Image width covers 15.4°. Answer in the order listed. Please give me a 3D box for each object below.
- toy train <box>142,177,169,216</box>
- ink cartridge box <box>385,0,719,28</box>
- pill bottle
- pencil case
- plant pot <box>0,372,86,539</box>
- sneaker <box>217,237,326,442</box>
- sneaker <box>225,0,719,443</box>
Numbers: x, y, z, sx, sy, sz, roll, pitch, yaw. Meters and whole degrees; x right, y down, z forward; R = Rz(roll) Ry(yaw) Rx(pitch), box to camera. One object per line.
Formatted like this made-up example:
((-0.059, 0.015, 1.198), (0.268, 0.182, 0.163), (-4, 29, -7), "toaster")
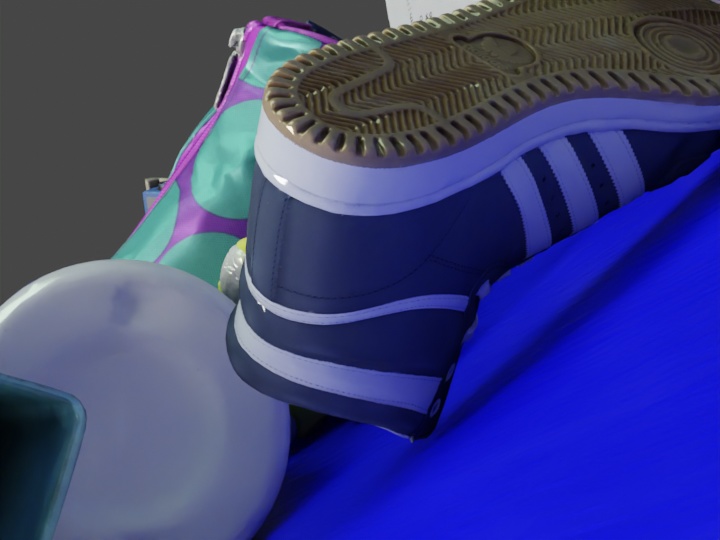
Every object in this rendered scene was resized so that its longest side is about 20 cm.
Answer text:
((-0.025, -0.022, 1.171), (0.200, 0.034, 0.046), (4, 19, 40), "toy train")
((0.103, -0.126, 0.890), (0.144, 0.084, 0.200), (-8, -8, -19), "ink cartridge box")
((-0.092, 0.058, 0.952), (0.114, 0.114, 0.200), (-41, 3, -10), "pill bottle")
((-0.062, -0.011, 1.100), (0.200, 0.092, 0.085), (-53, 12, 4), "pencil case")
((-0.189, 0.086, 0.792), (0.200, 0.141, 0.142), (-8, 65, 70), "plant pot")
((0.000, 0.000, 0.993), (0.105, 0.076, 0.200), (-41, 2, -21), "sneaker")
((0.041, -0.018, 0.781), (0.200, 0.070, 0.109), (-15, -48, -40), "sneaker")
